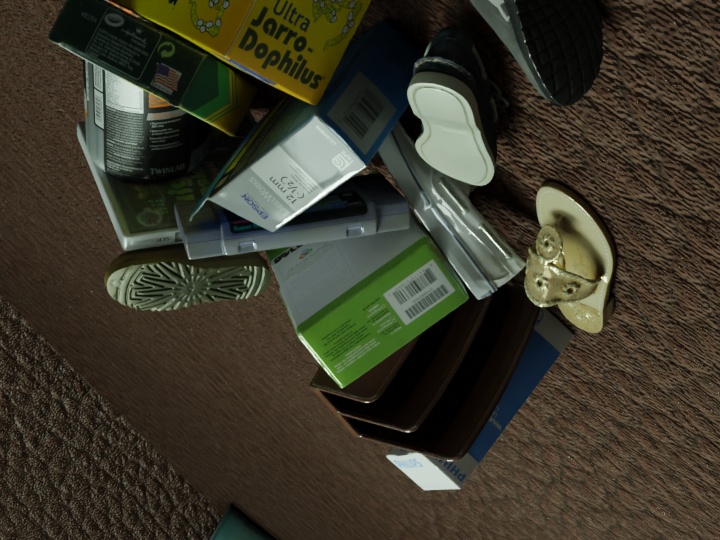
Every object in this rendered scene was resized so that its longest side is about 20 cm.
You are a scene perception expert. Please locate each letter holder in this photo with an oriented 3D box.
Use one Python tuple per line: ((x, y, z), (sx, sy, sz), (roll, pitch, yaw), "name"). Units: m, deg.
((0.071, 0.068, 1.514), (0.142, 0.200, 0.101), (11, 152, 38), "letter holder")

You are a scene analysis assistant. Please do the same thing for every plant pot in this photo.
((-0.273, 0.686, 3.683), (0.196, 0.200, 0.200), (31, 161, 0), "plant pot")

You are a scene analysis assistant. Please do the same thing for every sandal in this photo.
((0.182, 0.012, 1.406), (0.078, 0.070, 0.212), (28, 159, 29), "sandal")

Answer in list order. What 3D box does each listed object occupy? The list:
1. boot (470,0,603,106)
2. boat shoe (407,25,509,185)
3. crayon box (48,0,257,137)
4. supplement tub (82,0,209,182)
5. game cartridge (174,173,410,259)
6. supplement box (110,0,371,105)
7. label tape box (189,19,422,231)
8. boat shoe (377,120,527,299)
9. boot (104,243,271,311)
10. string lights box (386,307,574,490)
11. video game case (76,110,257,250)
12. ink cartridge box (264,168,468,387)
((0.084, -0.208, 1.102), (0.132, 0.070, 0.200), (14, 139, 57), "boot")
((0.078, -0.130, 1.276), (0.075, 0.062, 0.200), (14, 163, 19), "boat shoe")
((-0.166, -0.171, 1.320), (0.127, 0.051, 0.200), (28, -178, 10), "crayon box")
((-0.203, -0.195, 1.491), (0.122, 0.123, 0.200), (29, 134, 26), "supplement tub")
((-0.064, -0.052, 1.413), (0.130, 0.200, 0.038), (-134, 37, -75), "game cartridge")
((-0.105, -0.226, 1.247), (0.200, 0.110, 0.109), (30, -175, 42), "supplement box")
((-0.045, -0.109, 1.332), (0.066, 0.143, 0.200), (43, 137, -12), "label tape box")
((0.077, -0.071, 1.418), (0.200, 0.065, 0.074), (55, -174, -10), "boat shoe")
((-0.193, -0.051, 1.564), (0.066, 0.175, 0.200), (-63, 39, 36), "boot")
((0.120, 0.127, 1.587), (0.059, 0.200, 0.103), (42, 162, -9), "string lights box")
((-0.170, -0.097, 1.554), (0.200, 0.182, 0.023), (-120, 28, -45), "video game case")
((0.000, 0.000, 1.492), (0.076, 0.148, 0.200), (53, -176, -27), "ink cartridge box")
